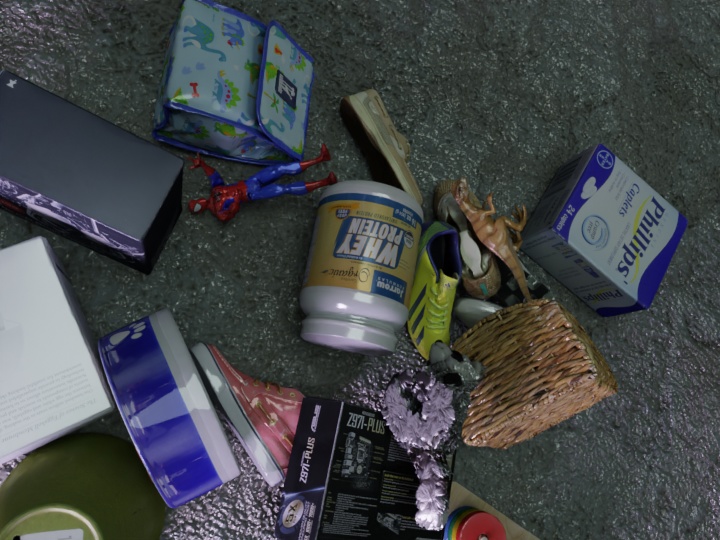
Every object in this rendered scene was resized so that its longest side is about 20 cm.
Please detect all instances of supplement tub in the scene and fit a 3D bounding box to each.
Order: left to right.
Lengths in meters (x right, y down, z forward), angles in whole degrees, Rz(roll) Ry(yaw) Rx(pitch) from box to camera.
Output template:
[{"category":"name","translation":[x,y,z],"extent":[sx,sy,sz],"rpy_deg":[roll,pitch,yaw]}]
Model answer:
[{"category":"supplement tub","translation":[0.000,0.000,0.771],"extent":[0.144,0.145,0.201],"rpy_deg":[14,74,-15]}]

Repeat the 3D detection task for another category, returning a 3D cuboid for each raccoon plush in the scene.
[{"category":"raccoon plush","translation":[0.093,0.186,0.706],"extent":[0.134,0.096,0.201],"rpy_deg":[8,89,-58]}]

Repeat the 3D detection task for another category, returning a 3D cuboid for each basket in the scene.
[{"category":"basket","translation":[0.218,0.138,0.800],"extent":[0.149,0.200,0.143],"rpy_deg":[28,32,-53]}]

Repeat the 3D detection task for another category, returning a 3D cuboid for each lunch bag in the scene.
[{"category":"lunch bag","translation":[-0.159,-0.242,0.790],"extent":[0.199,0.127,0.171],"rpy_deg":[14,72,-28]}]

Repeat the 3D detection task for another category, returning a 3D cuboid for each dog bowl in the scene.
[{"category":"dog bowl","translation":[-0.206,0.147,0.642],"extent":[0.078,0.200,0.201],"rpy_deg":[-24,86,-18]}]

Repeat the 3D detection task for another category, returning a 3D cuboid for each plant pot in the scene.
[{"category":"plant pot","translation":[-0.293,0.263,0.587],"extent":[0.186,0.200,0.188],"rpy_deg":[4,77,-17]}]

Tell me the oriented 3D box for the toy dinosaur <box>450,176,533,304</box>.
[{"category":"toy dinosaur","translation":[0.192,-0.040,0.808],"extent":[0.106,0.060,0.201],"rpy_deg":[-22,69,-34]}]

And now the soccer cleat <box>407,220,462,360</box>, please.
[{"category":"soccer cleat","translation":[0.105,0.032,0.816],"extent":[0.064,0.084,0.202],"rpy_deg":[-4,97,-26]}]

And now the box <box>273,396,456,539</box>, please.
[{"category":"box","translation":[0.013,0.257,0.718],"extent":[0.199,0.086,0.165],"rpy_deg":[22,71,-34]}]

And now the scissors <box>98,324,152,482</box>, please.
[{"category":"scissors","translation":[-0.276,0.155,0.694],"extent":[0.014,0.073,0.200],"rpy_deg":[-25,54,-19]}]

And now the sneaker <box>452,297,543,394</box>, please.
[{"category":"sneaker","translation":[0.211,0.113,0.857],"extent":[0.200,0.070,0.080],"rpy_deg":[37,74,-8]}]

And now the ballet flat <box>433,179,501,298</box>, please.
[{"category":"ballet flat","translation":[0.152,-0.058,0.850],"extent":[0.070,0.065,0.201],"rpy_deg":[-24,66,11]}]

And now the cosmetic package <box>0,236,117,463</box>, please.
[{"category":"cosmetic package","translation":[-0.394,0.102,0.631],"extent":[0.198,0.123,0.201],"rpy_deg":[-23,85,-21]}]

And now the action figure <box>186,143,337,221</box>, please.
[{"category":"action figure","translation":[-0.138,-0.118,0.755],"extent":[0.199,0.099,0.066],"rpy_deg":[-18,73,6]}]

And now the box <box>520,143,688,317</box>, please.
[{"category":"box","translation":[0.383,-0.060,0.932],"extent":[0.200,0.105,0.184],"rpy_deg":[38,70,-8]}]

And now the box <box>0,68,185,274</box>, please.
[{"category":"box","translation":[-0.314,-0.097,0.669],"extent":[0.199,0.182,0.105],"rpy_deg":[26,71,-11]}]

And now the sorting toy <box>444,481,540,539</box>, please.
[{"category":"sorting toy","translation":[0.158,0.420,0.772],"extent":[0.198,0.070,0.201],"rpy_deg":[36,70,-8]}]

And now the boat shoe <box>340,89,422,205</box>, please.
[{"category":"boat shoe","translation":[0.044,-0.177,0.866],"extent":[0.065,0.072,0.201],"rpy_deg":[-27,82,-20]}]

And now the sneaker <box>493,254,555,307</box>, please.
[{"category":"sneaker","translation":[0.217,0.010,0.888],"extent":[0.074,0.088,0.200],"rpy_deg":[-37,67,7]}]

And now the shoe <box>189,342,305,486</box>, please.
[{"category":"shoe","translation":[-0.127,0.161,0.738],"extent":[0.091,0.071,0.201],"rpy_deg":[-33,95,-23]}]
